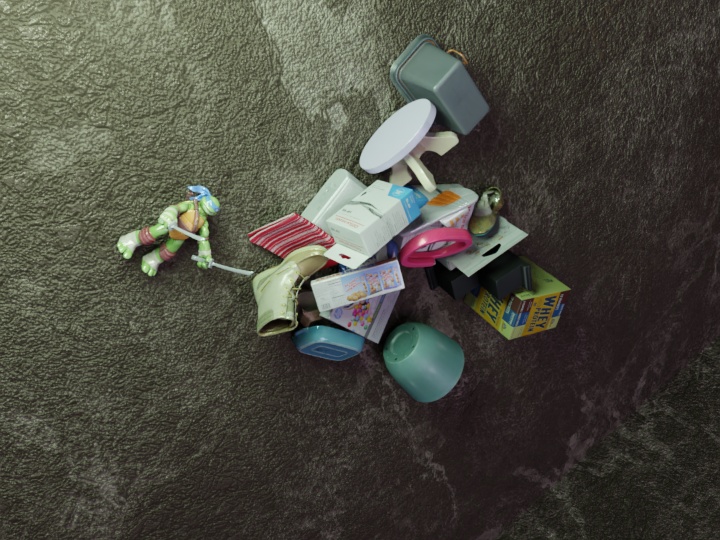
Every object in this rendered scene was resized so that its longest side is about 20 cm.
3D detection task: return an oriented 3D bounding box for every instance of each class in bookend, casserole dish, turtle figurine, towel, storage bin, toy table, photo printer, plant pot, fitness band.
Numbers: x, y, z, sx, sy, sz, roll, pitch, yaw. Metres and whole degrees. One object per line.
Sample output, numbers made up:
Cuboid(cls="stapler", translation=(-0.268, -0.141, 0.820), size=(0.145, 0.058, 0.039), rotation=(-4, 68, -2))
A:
Cuboid(cls="bookend", translation=(0.315, 0.019, 1.637), size=(0.199, 0.200, 0.092), rotation=(-32, 133, -14))
Cuboid(cls="casserole dish", translation=(-0.078, 0.187, 1.537), size=(0.200, 0.039, 0.121), rotation=(22, 143, -40))
Cuboid(cls="turtle figurine", translation=(-0.341, -0.048, 1.143), size=(0.194, 0.200, 0.144), rotation=(-27, 170, 13))
Cuboid(cls="towel", translation=(-0.127, -0.053, 1.340), size=(0.144, 0.023, 0.200), rotation=(-21, 144, 31))
Cuboid(cls="storage bin", translation=(0.187, -0.389, 1.305), size=(0.146, 0.134, 0.200), rotation=(-48, 136, 3))
Cuboid(cls="toy table", translation=(0.108, -0.259, 1.319), size=(0.200, 0.184, 0.117), rotation=(-27, 135, 35))
Cuboid(cls="photo printer", translation=(-0.024, -0.114, 1.393), size=(0.166, 0.069, 0.200), rotation=(-51, 135, 6))
Cuboid(cls="plant pot", translation=(0.158, 0.236, 1.692), size=(0.201, 0.201, 0.161), rotation=(-48, 122, 2))
Cuboid(cls="fitness band", translation=(0.175, -0.053, 1.442), size=(0.200, 0.037, 0.144), rotation=(-3, 157, -43))

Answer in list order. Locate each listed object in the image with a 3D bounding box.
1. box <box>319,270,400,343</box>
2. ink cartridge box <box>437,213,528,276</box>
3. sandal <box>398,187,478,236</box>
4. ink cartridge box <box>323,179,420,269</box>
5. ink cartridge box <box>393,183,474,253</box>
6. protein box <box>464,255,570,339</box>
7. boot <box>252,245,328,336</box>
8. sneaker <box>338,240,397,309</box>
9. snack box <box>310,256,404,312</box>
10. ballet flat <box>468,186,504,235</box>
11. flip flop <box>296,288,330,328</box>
Cuboid(cls="box", translation=(0.003, 0.078, 1.535), size=(0.200, 0.041, 0.156), rotation=(32, 78, -43))
Cuboid(cls="ink cartridge box", translation=(0.304, -0.067, 1.587), size=(0.200, 0.174, 0.044), rotation=(-34, 134, -11))
Cuboid(cls="sandal", translation=(0.176, -0.123, 1.413), size=(0.206, 0.079, 0.059), rotation=(-28, 132, -6))
Cuboid(cls="ink cartridge box", translation=(0.014, -0.100, 1.285), size=(0.200, 0.116, 0.067), rotation=(-41, 129, -23))
Cuboid(cls="ink cartridge box", translation=(0.170, -0.130, 1.511), size=(0.200, 0.086, 0.147), rotation=(-6, 123, -30))
Cuboid(cls="protein box", translation=(0.448, 0.073, 1.770), size=(0.198, 0.200, 0.135), rotation=(-9, 125, -31))
Cuboid(cls="boot", translation=(-0.146, 0.045, 1.317), size=(0.200, 0.155, 0.072), rotation=(-29, 135, 19))
Cuboid(cls="sneaker", translation=(0.000, 0.000, 1.399), size=(0.088, 0.075, 0.200), rotation=(35, 100, -32))
Cuboid(cls="snack box", translation=(-0.005, 0.032, 1.368), size=(0.200, 0.024, 0.072), rotation=(-16, 110, 0))
Cuboid(cls="ballet flat", translation=(0.318, -0.158, 1.563), size=(0.200, 0.071, 0.071), rotation=(-49, 149, -50))
Cuboid(cls="flip flop", translation=(-0.119, 0.115, 1.494), size=(0.081, 0.058, 0.200), rotation=(-32, 137, -7))
